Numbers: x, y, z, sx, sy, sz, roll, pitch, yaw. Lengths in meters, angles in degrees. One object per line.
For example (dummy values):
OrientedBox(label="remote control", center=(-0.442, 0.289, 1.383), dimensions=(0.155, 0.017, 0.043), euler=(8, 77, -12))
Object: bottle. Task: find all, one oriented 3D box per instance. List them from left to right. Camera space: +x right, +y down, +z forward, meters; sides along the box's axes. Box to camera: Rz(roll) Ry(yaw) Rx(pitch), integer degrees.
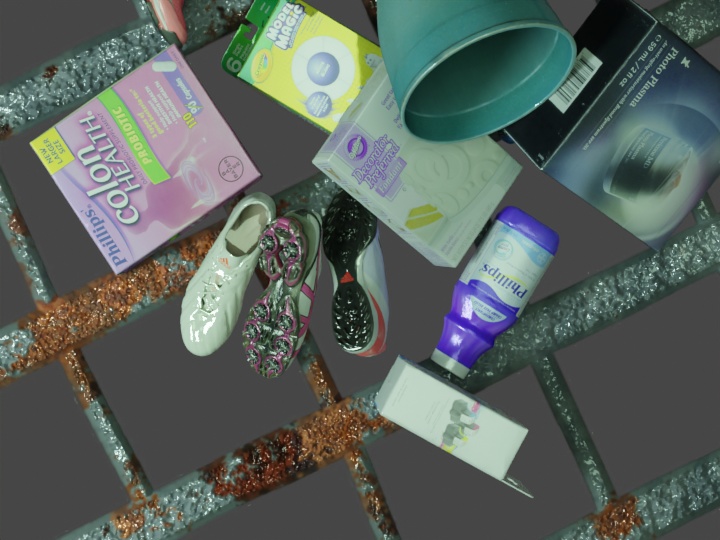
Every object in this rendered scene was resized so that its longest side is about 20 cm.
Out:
OrientedBox(label="bottle", center=(0.150, 0.027, 1.749), dimensions=(0.083, 0.065, 0.201), euler=(31, 90, -4))

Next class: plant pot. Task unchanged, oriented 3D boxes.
OrientedBox(label="plant pot", center=(0.104, -0.271, 1.611), dimensions=(0.198, 0.201, 0.190), euler=(-21, 66, -2))

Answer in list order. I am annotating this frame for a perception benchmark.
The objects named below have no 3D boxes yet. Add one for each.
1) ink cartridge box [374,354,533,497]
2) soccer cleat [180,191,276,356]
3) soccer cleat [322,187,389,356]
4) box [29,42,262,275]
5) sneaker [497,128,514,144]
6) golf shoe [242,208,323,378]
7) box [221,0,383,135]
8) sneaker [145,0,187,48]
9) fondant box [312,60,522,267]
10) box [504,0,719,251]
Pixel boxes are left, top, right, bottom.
OrientedBox(label="ink cartridge box", center=(0.119, 0.176, 1.726), dimensions=(0.198, 0.115, 0.068), euler=(29, 90, -4))
OrientedBox(label="soccer cleat", center=(-0.154, 0.003, 1.728), dimensions=(0.069, 0.078, 0.202), euler=(24, 90, -3))
OrientedBox(label="soccer cleat", center=(0.000, 0.000, 1.750), dimensions=(0.067, 0.073, 0.203), euler=(-10, 74, 22))
OrientedBox(label="box", center=(-0.239, -0.124, 1.712), dimensions=(0.199, 0.097, 0.177), euler=(-34, 93, -1))
OrientedBox(label="sneaker", center=(0.244, -0.190, 1.752), dimensions=(0.197, 0.077, 0.086), euler=(-7, 108, -4))
OrientedBox(label="golf shoe", center=(-0.078, 0.028, 1.733), dimensions=(0.072, 0.092, 0.203), euler=(23, 114, 23))
OrientedBox(label="box", center=(-0.053, -0.234, 1.743), dimensions=(0.198, 0.048, 0.118), euler=(30, 89, -2))
OrientedBox(label="sneaker", center=(-0.213, -0.356, 1.719), dimensions=(0.086, 0.074, 0.203), euler=(-14, 92, -4))
OrientedBox(label="fondant box", center=(0.066, -0.120, 1.712), dimensions=(0.199, 0.058, 0.145), euler=(38, 80, -18))
OrientedBox(label="box", center=(0.305, -0.165, 1.669), dimensions=(0.197, 0.124, 0.201), euler=(30, 106, -30))
